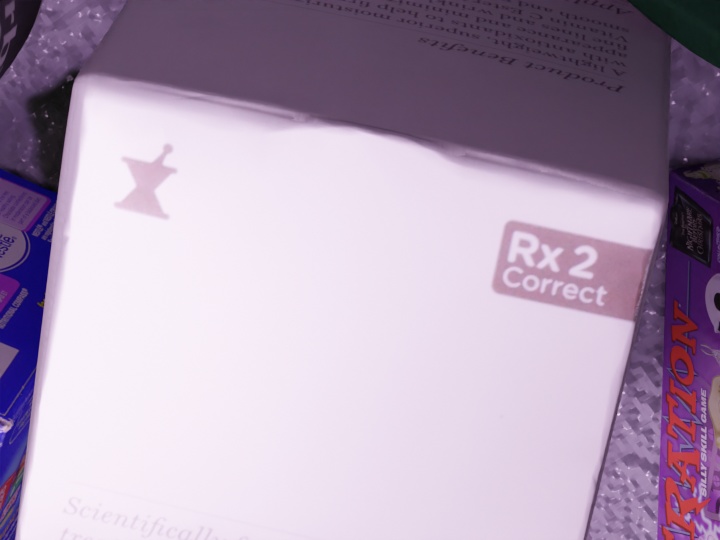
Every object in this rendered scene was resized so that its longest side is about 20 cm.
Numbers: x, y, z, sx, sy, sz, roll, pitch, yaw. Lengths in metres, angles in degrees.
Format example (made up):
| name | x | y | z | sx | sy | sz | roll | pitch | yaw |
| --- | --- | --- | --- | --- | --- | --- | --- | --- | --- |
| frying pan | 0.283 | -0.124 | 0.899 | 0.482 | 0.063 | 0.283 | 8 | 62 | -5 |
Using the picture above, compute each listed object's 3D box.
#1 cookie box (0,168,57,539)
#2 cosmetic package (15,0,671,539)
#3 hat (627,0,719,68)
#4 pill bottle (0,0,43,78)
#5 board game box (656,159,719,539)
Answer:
| name | x | y | z | sx | sy | sz | roll | pitch | yaw |
| --- | --- | --- | --- | --- | --- | --- | --- | --- | --- |
| cookie box | -0.156 | 0.085 | 0.966 | 0.075 | 0.171 | 0.200 | 22 | 113 | 0 |
| cosmetic package | 0.000 | 0.000 | 0.894 | 0.164 | 0.200 | 0.165 | 12 | 113 | 3 |
| hat | 0.162 | -0.158 | 0.845 | 0.200 | 0.176 | 0.166 | 37 | 158 | 25 |
| pill bottle | -0.158 | -0.087 | 0.877 | 0.115 | 0.200 | 0.116 | 3 | 113 | 7 |
| board game box | 0.138 | 0.077 | 0.956 | 0.032 | 0.120 | 0.201 | -10 | 114 | -20 |
